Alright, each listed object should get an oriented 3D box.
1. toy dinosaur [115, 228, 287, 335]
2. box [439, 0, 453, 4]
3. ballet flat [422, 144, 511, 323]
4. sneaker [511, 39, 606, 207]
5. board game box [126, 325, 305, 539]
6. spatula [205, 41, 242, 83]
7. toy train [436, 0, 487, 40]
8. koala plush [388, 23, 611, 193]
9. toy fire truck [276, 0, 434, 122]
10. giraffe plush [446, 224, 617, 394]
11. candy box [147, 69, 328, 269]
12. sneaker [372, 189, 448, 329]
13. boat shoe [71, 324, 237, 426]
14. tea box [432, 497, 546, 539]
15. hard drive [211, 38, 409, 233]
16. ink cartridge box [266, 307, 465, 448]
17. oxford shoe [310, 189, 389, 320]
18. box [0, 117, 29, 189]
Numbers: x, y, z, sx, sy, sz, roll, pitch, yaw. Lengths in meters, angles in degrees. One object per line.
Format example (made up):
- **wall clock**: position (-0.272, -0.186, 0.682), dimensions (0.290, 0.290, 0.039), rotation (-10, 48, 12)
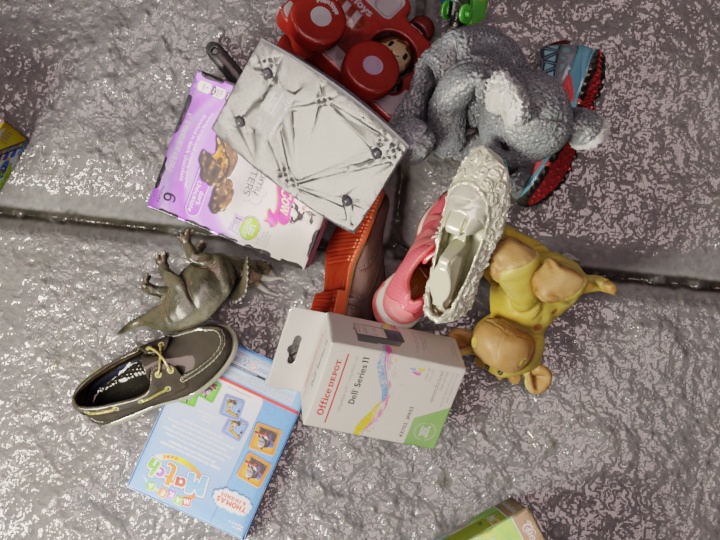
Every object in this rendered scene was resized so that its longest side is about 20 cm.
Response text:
- **toy dinosaur**: position (-0.194, 0.022, 1.436), dimensions (0.199, 0.077, 0.103), rotation (-34, 69, -12)
- **box**: position (0.086, -0.404, 1.501), dimensions (0.082, 0.049, 0.200), rotation (-40, 87, -5)
- **ballet flat**: position (0.108, -0.029, 1.308), dimensions (0.071, 0.072, 0.202), rotation (12, 115, 0)
- **sneaker**: position (0.216, -0.174, 1.481), dimensions (0.095, 0.079, 0.202), rotation (24, 91, 29)
- **board game box**: position (-0.160, 0.188, 1.446), dimensions (0.150, 0.037, 0.202), rotation (24, 83, 2)
- **spatula**: position (-0.117, -0.196, 1.490), dimensions (0.056, 0.021, 0.200), rotation (-41, 86, 2)
- **toy train**: position (0.114, -0.251, 1.460), dimensions (0.042, 0.056, 0.202), rotation (24, 112, 42)
- **koala plush**: position (0.157, -0.175, 1.354), dimensions (0.176, 0.200, 0.186), rotation (17, 92, -32)
- **toy fire truck**: position (0.004, -0.272, 1.466), dimensions (0.200, 0.112, 0.168), rotation (42, 67, 2)
- **giraffe plush**: position (0.175, 0.048, 1.416), dimensions (0.172, 0.199, 0.163), rotation (34, 102, 36)
- **candy box**: position (-0.122, -0.116, 1.446), dimensions (0.198, 0.072, 0.169), rotation (22, 95, 2)
- **sneaker**: position (0.092, -0.017, 1.428), dimensions (0.073, 0.087, 0.201), rotation (35, 67, -7)
- **boat shoe**: position (-0.233, 0.117, 1.411), dimensions (0.200, 0.061, 0.072), rotation (-29, 66, 12)
- **tea box**: position (0.141, 0.389, 1.384), dimensions (0.195, 0.134, 0.201), rotation (-29, 86, -4)
- **hard drive**: position (-0.052, -0.149, 1.361), dimensions (0.199, 0.042, 0.135), rotation (36, 115, 6)
- **ink cartridge box**: position (0.004, 0.120, 1.394), dimensions (0.198, 0.068, 0.118), rotation (12, 118, -13)
- **oxford shoe**: position (0.000, 0.000, 1.463), dimensions (0.072, 0.071, 0.202), rotation (25, 79, -29)
- **box**: position (-0.524, -0.127, 1.426), dimensions (0.199, 0.122, 0.194), rotation (30, 85, 1)
